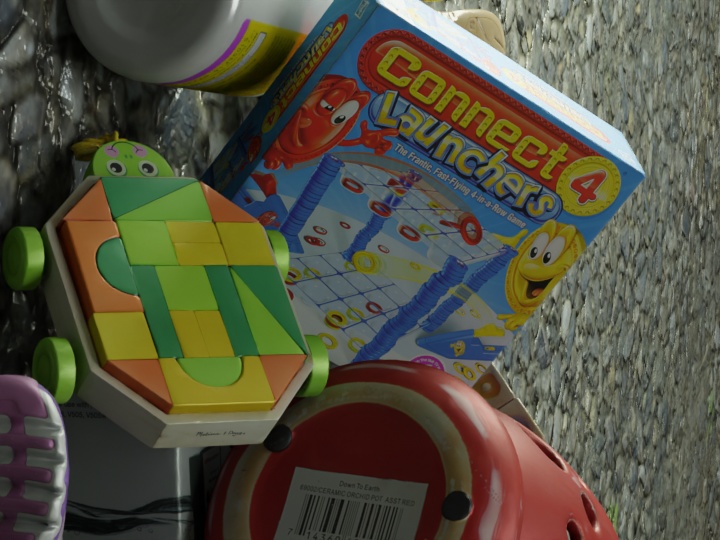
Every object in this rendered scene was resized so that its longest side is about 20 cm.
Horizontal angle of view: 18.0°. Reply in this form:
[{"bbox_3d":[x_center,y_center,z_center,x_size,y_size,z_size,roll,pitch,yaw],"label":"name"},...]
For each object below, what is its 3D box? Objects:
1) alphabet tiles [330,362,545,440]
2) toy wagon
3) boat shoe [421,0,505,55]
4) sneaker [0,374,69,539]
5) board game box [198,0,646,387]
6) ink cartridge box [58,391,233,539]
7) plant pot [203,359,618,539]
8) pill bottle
[{"bbox_3d":[0.003,0.117,1.373,0.167,0.199,0.006,56,-5,32],"label":"alphabet tiles"},{"bbox_3d":[-0.105,0.001,1.169,0.040,0.155,0.201,-54,-134,43],"label":"toy wagon"},{"bbox_3d":[0.031,-0.165,1.665,0.200,0.065,0.072,-5,88,-53],"label":"boat shoe"},{"bbox_3d":[-0.173,0.148,1.087,0.088,0.080,0.201,-15,111,-77],"label":"sneaker"},{"bbox_3d":[0.025,-0.039,1.295,0.196,0.200,0.056,-52,-154,19],"label":"board game box"},{"bbox_3d":[-0.108,0.134,1.254,0.147,0.083,0.201,-20,110,-71],"label":"ink cartridge box"},{"bbox_3d":[0.027,0.153,1.223,0.183,0.199,0.201,52,43,-54],"label":"plant pot"},{"bbox_3d":[-0.080,-0.151,1.276,0.200,0.104,0.105,-1,93,-71],"label":"pill bottle"}]
